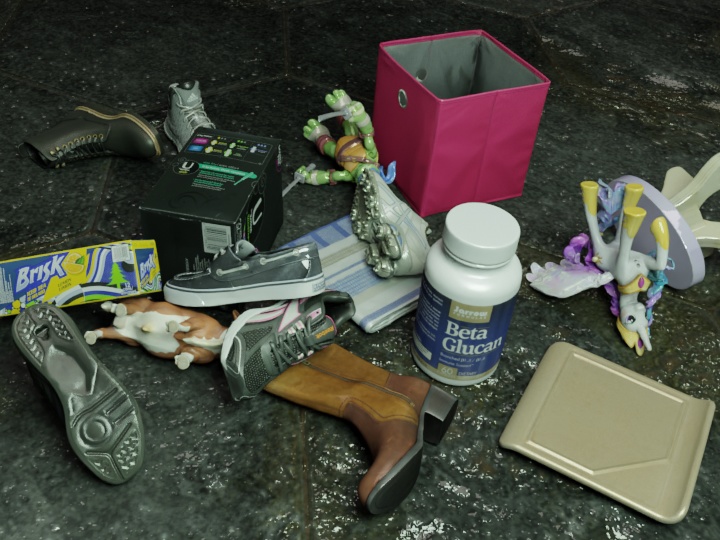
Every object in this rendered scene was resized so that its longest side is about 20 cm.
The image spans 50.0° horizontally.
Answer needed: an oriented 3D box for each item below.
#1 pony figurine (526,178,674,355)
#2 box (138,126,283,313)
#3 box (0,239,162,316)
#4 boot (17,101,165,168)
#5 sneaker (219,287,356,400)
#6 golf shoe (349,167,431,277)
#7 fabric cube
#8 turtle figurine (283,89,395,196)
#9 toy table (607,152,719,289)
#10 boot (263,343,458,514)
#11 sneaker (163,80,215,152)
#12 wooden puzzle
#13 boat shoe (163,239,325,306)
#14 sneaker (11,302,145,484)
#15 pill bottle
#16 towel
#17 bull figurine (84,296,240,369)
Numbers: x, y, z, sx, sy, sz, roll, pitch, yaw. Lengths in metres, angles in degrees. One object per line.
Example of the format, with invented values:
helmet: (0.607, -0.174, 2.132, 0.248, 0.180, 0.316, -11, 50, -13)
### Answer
pony figurine: (0.323, -0.013, 0.997, 0.165, 0.202, 0.193, -13, 27, -12)
box: (-0.185, -0.070, 1.005, 0.123, 0.149, 0.201, 9, 39, 6)
box: (-0.339, 0.010, 0.898, 0.198, 0.065, 0.070, -8, 1, 8)
boot: (-0.411, -0.186, 1.184, 0.199, 0.078, 0.138, 17, 43, 33)
sneaker: (-0.074, 0.068, 0.855, 0.086, 0.081, 0.200, -2, 30, 32)
golf shoe: (0.046, -0.062, 1.065, 0.096, 0.079, 0.201, 7, 42, -24)
fabric cube: (0.143, -0.233, 1.202, 0.198, 0.201, 0.197, -14, 44, -22)
turtle figurine: (-0.050, -0.206, 1.190, 0.198, 0.145, 0.194, -3, 37, -17)
toy table: (0.450, -0.074, 1.082, 0.116, 0.184, 0.201, -21, 57, -7)
boot: (-0.018, 0.152, 0.826, 0.199, 0.069, 0.188, 22, 43, 19)
sneaker: (-0.261, -0.234, 1.216, 0.075, 0.116, 0.200, -22, 47, -30)
wooden puzzle: (0.277, 0.176, 0.865, 0.199, 0.037, 0.185, 20, 42, 23)
boat shoe: (-0.138, -0.001, 0.879, 0.198, 0.068, 0.072, -4, 13, 21)
sneaker: (-0.289, 0.134, 0.812, 0.076, 0.114, 0.200, -35, 82, -20)
pill bottle: (0.123, 0.027, 0.887, 0.110, 0.201, 0.112, 3, 40, -3)
towel: (0.000, 0.000, 1.043, 0.146, 0.024, 0.200, -27, 49, -33)
bull figurine: (-0.210, 0.071, 0.883, 0.198, 0.066, 0.121, 7, 0, 14)
